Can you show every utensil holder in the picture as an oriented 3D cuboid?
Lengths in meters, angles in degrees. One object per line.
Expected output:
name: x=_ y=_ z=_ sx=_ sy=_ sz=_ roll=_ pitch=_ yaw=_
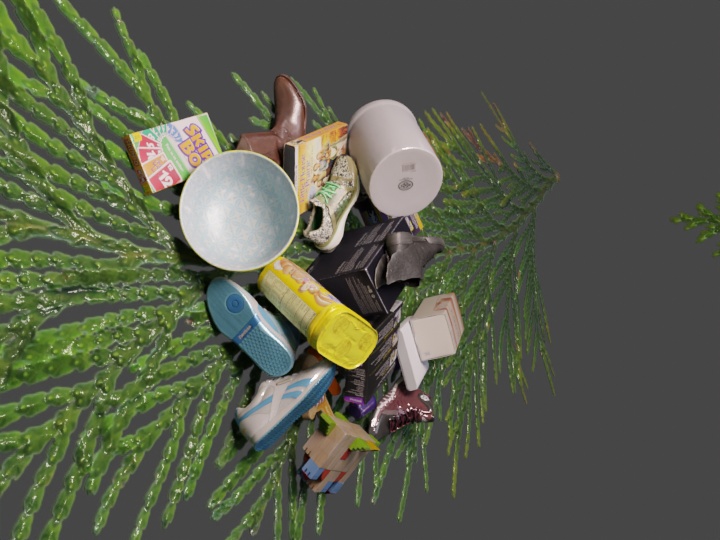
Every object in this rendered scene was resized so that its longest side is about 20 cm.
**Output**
utensil holder: x=0.066 y=-0.231 z=1.441 sx=0.170 sy=0.169 sz=0.201 roll=44 pitch=16 yaw=-39

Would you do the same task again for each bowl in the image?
bowl: x=-0.201 y=-0.090 z=1.182 sx=0.108 sy=0.196 sz=0.204 roll=118 pitch=-33 yaw=-79

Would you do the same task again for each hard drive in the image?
hard drive: x=0.117 y=0.183 z=1.582 sx=0.200 sy=0.026 sz=0.134 roll=-22 pitch=96 yaw=-76

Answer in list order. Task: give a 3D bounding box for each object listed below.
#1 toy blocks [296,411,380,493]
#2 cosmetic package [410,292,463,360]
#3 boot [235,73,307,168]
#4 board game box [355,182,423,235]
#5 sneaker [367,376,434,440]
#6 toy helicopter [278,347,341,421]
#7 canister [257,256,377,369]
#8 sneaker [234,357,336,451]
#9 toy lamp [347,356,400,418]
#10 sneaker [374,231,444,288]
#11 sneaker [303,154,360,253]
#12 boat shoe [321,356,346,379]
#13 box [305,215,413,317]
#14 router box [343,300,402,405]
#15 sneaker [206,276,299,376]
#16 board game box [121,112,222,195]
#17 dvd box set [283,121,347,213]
toy blocks: x=-0.056 y=0.346 z=1.282 sx=0.137 sy=0.100 sz=0.200 roll=-50 pitch=151 yaw=-1
cosmetic package: x=0.186 y=0.130 z=1.658 sx=0.200 sy=0.086 sz=0.105 roll=-44 pitch=119 yaw=-71
boot: x=-0.179 y=-0.270 z=1.326 sx=0.199 sy=0.063 sz=0.189 roll=-31 pitch=107 yaw=-50
board game box: x=0.062 y=-0.152 z=1.638 sx=0.165 sy=0.056 sz=0.203 roll=-46 pitch=118 yaw=-52
sneaker: x=0.097 y=0.311 z=1.492 sx=0.200 sy=0.114 sz=0.077 roll=-46 pitch=152 yaw=-50
toy helicopter: x=-0.079 y=0.241 z=1.332 sx=0.133 sy=0.078 sz=0.202 roll=-70 pitch=146 yaw=-49
canister: x=-0.080 y=0.071 z=1.223 sx=0.087 sy=0.199 sz=0.148 roll=-52 pitch=141 yaw=0
sneaker: x=-0.124 y=0.210 z=1.186 sx=0.199 sy=0.081 sz=0.077 roll=-39 pitch=154 yaw=-21
toy lamp: x=0.033 y=0.242 z=1.485 sx=0.200 sy=0.057 sz=0.059 roll=-46 pitch=118 yaw=-50
sneaker: x=0.099 y=-0.015 z=1.336 sx=0.198 sy=0.059 sz=0.106 roll=6 pitch=74 yaw=-49
sneaker: x=-0.062 y=-0.140 z=1.396 sx=0.088 sy=0.076 sz=0.204 roll=19 pitch=85 yaw=-55
boat shoe: x=-0.052 y=0.161 z=1.377 sx=0.201 sy=0.065 sz=0.071 roll=71 pitch=8 yaw=-52
box: x=0.000 y=0.000 z=1.397 sx=0.105 sy=0.180 sz=0.201 roll=62 pitch=39 yaw=-22
router box: x=0.028 y=0.157 z=1.392 sx=0.200 sy=0.050 sz=0.152 roll=-37 pitch=135 yaw=-65
sneaker: x=-0.183 y=0.086 z=1.220 sx=0.201 sy=0.079 sz=0.131 roll=52 pitch=14 yaw=-6
board game box: x=-0.300 y=-0.200 z=1.164 sx=0.200 sy=0.030 sz=0.097 roll=-38 pitch=112 yaw=-55
dvd box set: x=-0.089 y=-0.207 z=1.407 sx=0.200 sy=0.029 sz=0.149 roll=-37 pitch=138 yaw=-53
